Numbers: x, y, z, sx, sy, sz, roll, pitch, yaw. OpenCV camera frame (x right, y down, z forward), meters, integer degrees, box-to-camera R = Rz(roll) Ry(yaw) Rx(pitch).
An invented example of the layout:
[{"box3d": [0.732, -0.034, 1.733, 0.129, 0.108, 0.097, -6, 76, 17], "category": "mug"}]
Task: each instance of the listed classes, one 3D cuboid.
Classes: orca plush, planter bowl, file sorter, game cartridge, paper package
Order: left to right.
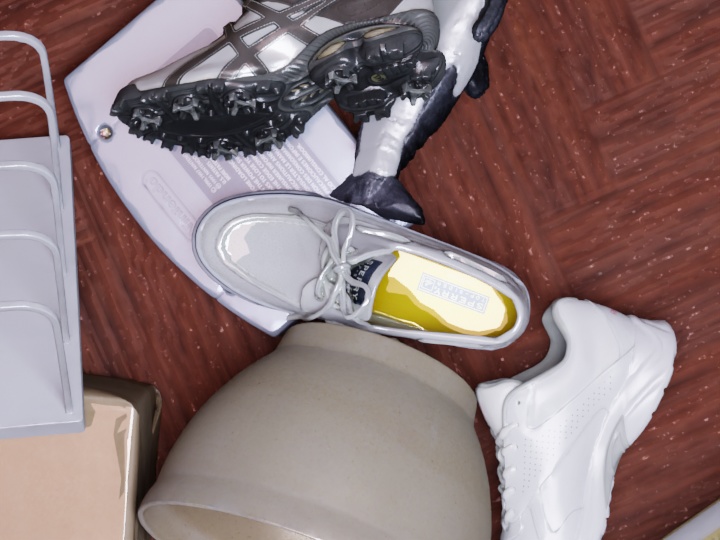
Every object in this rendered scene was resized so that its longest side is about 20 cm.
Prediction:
[{"box3d": [-0.230, -0.021, 1.289, 0.138, 0.125, 0.201, -4, 55, -5], "category": "file sorter"}, {"box3d": [-0.225, 0.151, 1.358, 0.199, 0.103, 0.192, 5, 93, 2], "category": "paper package"}, {"box3d": [-0.077, -0.067, 1.378, 0.133, 0.040, 0.200, -39, 90, 0], "category": "game cartridge"}, {"box3d": [-0.011, 0.113, 1.315, 0.199, 0.200, 0.135, 20, 70, 2], "category": "planter bowl"}, {"box3d": [0.057, -0.115, 1.350, 0.071, 0.105, 0.201, 31, 62, -38], "category": "orca plush"}]

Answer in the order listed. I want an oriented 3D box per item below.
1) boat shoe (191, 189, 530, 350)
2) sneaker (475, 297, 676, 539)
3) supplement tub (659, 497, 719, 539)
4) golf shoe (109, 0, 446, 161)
[{"box3d": [-0.001, 0.005, 1.317, 0.201, 0.086, 0.075, 18, 93, 1], "category": "boat shoe"}, {"box3d": [0.103, 0.106, 1.352, 0.099, 0.078, 0.201, 24, 84, -8], "category": "sneaker"}, {"box3d": [0.245, 0.189, 1.317, 0.200, 0.145, 0.145, -35, 90, 4], "category": "supplement tub"}, {"box3d": [-0.048, -0.125, 1.328, 0.199, 0.078, 0.095, -11, 62, 16], "category": "golf shoe"}]
